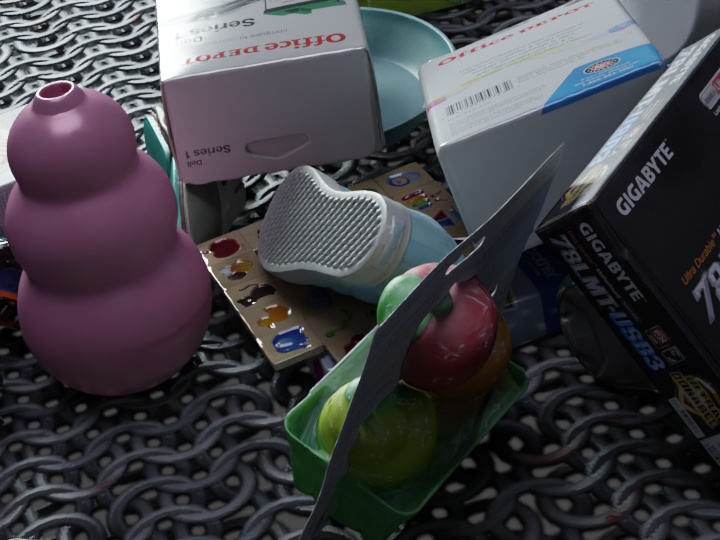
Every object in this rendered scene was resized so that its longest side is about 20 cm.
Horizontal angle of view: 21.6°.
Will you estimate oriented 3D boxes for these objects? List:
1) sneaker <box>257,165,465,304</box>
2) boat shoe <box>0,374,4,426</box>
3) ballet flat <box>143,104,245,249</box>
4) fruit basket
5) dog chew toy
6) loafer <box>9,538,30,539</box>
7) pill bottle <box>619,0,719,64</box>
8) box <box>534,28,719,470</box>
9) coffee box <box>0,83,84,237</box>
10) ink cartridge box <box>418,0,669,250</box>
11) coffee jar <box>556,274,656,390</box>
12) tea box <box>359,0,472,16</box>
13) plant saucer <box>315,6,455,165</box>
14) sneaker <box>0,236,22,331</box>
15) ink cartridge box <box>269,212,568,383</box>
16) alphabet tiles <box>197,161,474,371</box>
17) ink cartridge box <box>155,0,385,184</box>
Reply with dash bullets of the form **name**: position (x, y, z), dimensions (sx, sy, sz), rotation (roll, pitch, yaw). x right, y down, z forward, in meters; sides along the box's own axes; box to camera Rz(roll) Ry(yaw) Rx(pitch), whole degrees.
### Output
- **sneaker**: position (0.000, -0.011, 1.155), dimensions (0.074, 0.082, 0.200), rotation (-62, 25, 0)
- **boat shoe**: position (-0.293, 0.058, 1.219), dimensions (0.092, 0.075, 0.200), rotation (-5, 26, -25)
- **ballet flat**: position (-0.112, -0.065, 1.342), dimensions (0.063, 0.068, 0.200), rotation (-5, 32, -11)
- **fruit basket**: position (0.030, 0.042, 1.001), dimensions (0.093, 0.201, 0.185), rotation (30, 48, 19)
- **dog chew toy**: position (-0.163, -0.023, 1.164), dimensions (0.124, 0.201, 0.125), rotation (-9, 32, 6)
- **loafer**: position (-0.132, 0.177, 0.969), dimensions (0.199, 0.070, 0.075), rotation (17, 42, 37)
- **pill bottle**: position (0.263, -0.200, 1.331), dimensions (0.199, 0.117, 0.115), rotation (-13, 26, -41)
- **box**: position (0.209, -0.006, 1.033), dimensions (0.050, 0.199, 0.200), rotation (-26, 15, 46)
- **coffee box**: position (-0.264, -0.048, 1.347), dimensions (0.199, 0.080, 0.113), rotation (-23, 33, -17)
- **ink cartridge box**: position (0.120, -0.096, 1.192), dimensions (0.144, 0.085, 0.200), rotation (-21, 21, 6)
- **coffee jar**: position (0.206, -0.015, 1.139), dimensions (0.104, 0.086, 0.200), rotation (-4, 30, 41)
- **tea box**: position (-0.017, -0.303, 1.611), dimensions (0.195, 0.134, 0.200), rotation (-15, 32, -7)
- **plant saucer**: position (-0.026, -0.130, 1.385), dimensions (0.198, 0.036, 0.201), rotation (-6, 36, 4)
- **sneaker**: position (-0.280, -0.003, 1.236), dimensions (0.078, 0.199, 0.076), rotation (6, 76, 53)
- **ink cartridge box**: position (0.054, 0.014, 1.193), dimensions (0.199, 0.042, 0.119), rotation (-18, 33, -13)
- **alphabet tiles**: position (0.000, 0.000, 1.190), dimensions (0.166, 0.008, 0.200), rotation (-21, 33, -13)
- **ink cartridge box**: position (-0.068, -0.156, 1.325), dimensions (0.145, 0.085, 0.201), rotation (-10, 35, -2)
